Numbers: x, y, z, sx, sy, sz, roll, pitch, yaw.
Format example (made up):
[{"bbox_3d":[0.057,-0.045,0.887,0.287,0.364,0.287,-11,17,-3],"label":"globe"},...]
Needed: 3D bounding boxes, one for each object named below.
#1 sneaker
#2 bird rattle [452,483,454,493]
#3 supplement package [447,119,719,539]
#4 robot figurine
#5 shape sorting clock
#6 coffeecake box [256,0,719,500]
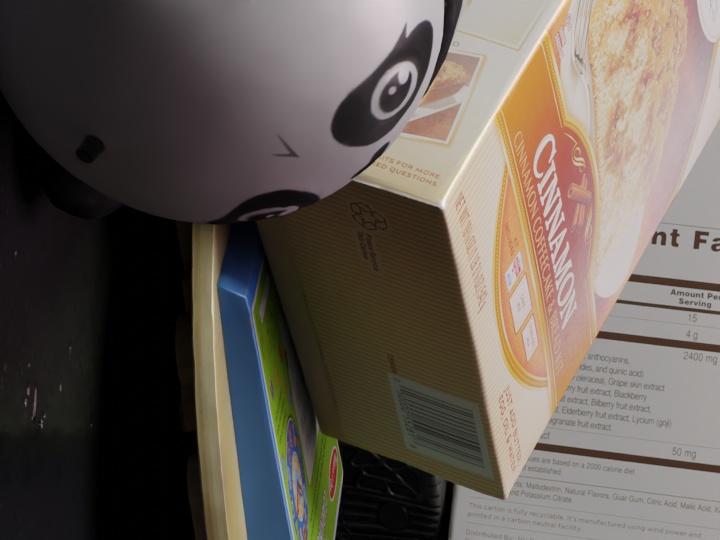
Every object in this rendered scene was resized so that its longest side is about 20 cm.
[{"bbox_3d":[0.012,0.107,1.121,0.104,0.060,0.201,-65,159,-59],"label":"sneaker"},{"bbox_3d":[0.089,0.136,1.272,0.113,0.162,0.201,-103,-166,-56],"label":"bird rattle"},{"bbox_3d":[0.106,0.024,1.091,0.121,0.119,0.201,14,83,-78],"label":"supplement package"},{"bbox_3d":[-0.025,-0.094,0.777,0.200,0.124,0.151,-69,157,-59],"label":"robot figurine"},{"bbox_3d":[-0.037,0.043,0.927,0.200,0.039,0.201,-8,90,-84],"label":"shape sorting clock"},{"bbox_3d":[0.051,-0.057,0.926,0.200,0.073,0.154,-58,153,-28],"label":"coffeecake box"}]
